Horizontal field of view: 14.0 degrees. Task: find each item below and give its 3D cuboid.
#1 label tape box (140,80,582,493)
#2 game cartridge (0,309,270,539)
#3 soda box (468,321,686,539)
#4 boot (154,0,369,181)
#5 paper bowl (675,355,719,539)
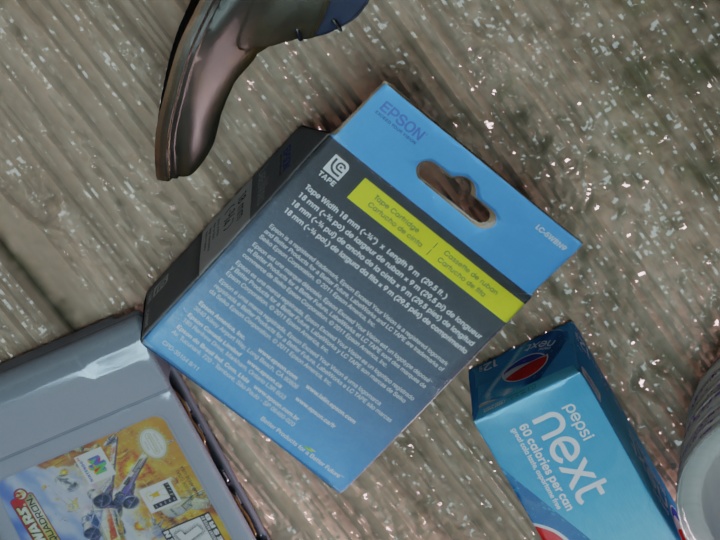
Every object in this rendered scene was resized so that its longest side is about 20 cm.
[{"bbox_3d":[0.000,0.000,1.571,0.144,0.063,0.200,38,110,-16],"label":"label tape box"},{"bbox_3d":[-0.137,0.130,1.650,0.133,0.042,0.200,-25,113,7],"label":"game cartridge"},{"bbox_3d":[0.135,0.133,1.635,0.068,0.064,0.200,-26,112,12],"label":"soda box"},{"bbox_3d":[-0.043,-0.127,1.505,0.097,0.075,0.201,16,113,-5],"label":"boot"},{"bbox_3d":[0.269,0.125,1.573,0.200,0.105,0.201,8,139,7],"label":"paper bowl"}]
